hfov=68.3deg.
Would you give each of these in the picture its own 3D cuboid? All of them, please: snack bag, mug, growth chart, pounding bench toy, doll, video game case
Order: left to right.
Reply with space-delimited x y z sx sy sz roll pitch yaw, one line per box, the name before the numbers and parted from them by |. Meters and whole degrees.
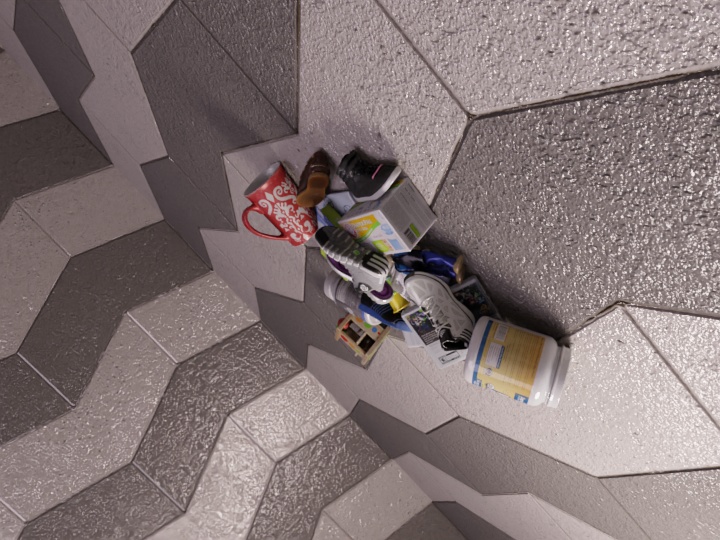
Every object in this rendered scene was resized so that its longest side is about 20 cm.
mug | -0.226 -0.164 1.472 0.201 0.176 0.134 49 -172 -26
snack bag | -0.031 -0.126 1.379 0.198 0.021 0.190 7 137 56
pounding bench toy | -0.006 0.220 1.811 0.155 0.125 0.201 40 158 9
doll | 0.127 -0.020 1.167 0.194 0.049 0.138 8 150 25
growth chart | 0.140 0.021 1.241 0.199 0.018 0.147 40 118 15
video game case | 0.220 0.124 1.217 0.197 0.024 0.183 -28 113 25

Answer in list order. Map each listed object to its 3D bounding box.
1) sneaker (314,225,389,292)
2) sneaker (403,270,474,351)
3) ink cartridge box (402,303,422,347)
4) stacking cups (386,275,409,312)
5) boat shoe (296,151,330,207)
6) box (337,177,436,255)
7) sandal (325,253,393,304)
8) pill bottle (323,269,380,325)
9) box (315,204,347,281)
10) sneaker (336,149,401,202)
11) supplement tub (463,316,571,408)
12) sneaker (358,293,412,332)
sneaker | -0.026 -0.011 1.202 0.197 0.075 0.117 33 145 23
sneaker | 0.169 0.091 1.123 0.199 0.116 0.076 38 121 -14
ink cartridge box | 0.155 0.108 1.363 0.199 0.049 0.167 -24 86 63
stacking cups | 0.056 0.003 1.327 0.203 0.060 0.060 59 158 2
boat shoe | -0.115 -0.221 1.308 0.068 0.073 0.200 2 163 -20
box | 0.052 -0.109 1.151 0.113 0.102 0.199 49 158 -16
sandal | 0.004 -0.004 1.269 0.201 0.082 0.050 38 143 13
pill bottle | -0.011 0.071 1.569 0.197 0.114 0.115 25 153 39
box | -0.061 -0.077 1.392 0.122 0.047 0.202 46 157 27
sneaker | 0.008 -0.203 1.102 0.099 0.071 0.199 45 163 -16
supplement tub | 0.327 0.193 1.113 0.195 0.147 0.146 17 150 21
sneaker | 0.074 0.096 1.390 0.197 0.080 0.069 24 -173 40
